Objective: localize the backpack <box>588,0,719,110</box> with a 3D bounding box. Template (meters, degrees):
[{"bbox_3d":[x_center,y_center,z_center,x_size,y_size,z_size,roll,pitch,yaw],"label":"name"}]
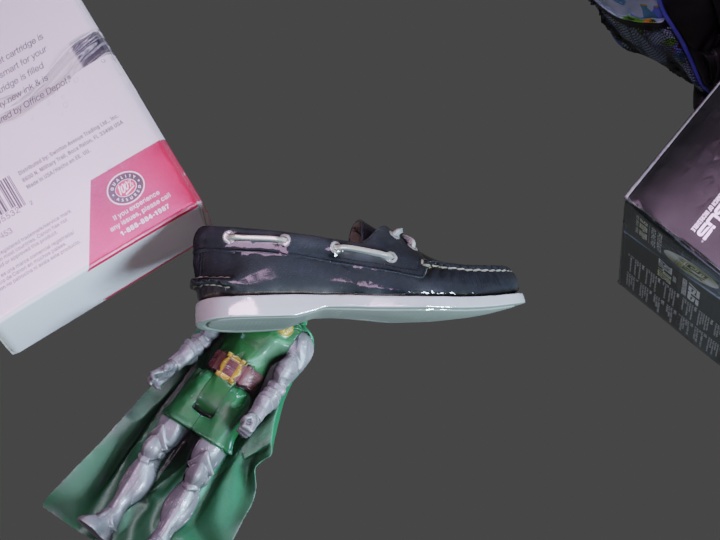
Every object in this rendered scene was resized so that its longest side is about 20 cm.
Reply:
[{"bbox_3d":[0.187,-0.224,1.733,0.147,0.200,0.183,31,81,30],"label":"backpack"}]

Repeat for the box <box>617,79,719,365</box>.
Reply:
[{"bbox_3d":[0.228,-0.051,1.687,0.086,0.200,0.164,39,81,12],"label":"box"}]

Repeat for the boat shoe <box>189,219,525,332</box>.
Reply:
[{"bbox_3d":[0.000,0.000,1.733,0.199,0.076,0.061,0,80,-23],"label":"boat shoe"}]

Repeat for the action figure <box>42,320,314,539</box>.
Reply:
[{"bbox_3d":[-0.087,0.080,1.753,0.118,0.055,0.200,29,76,13],"label":"action figure"}]

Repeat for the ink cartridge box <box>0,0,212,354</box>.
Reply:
[{"bbox_3d":[-0.200,-0.077,1.780,0.144,0.084,0.200,-31,77,-4],"label":"ink cartridge box"}]
